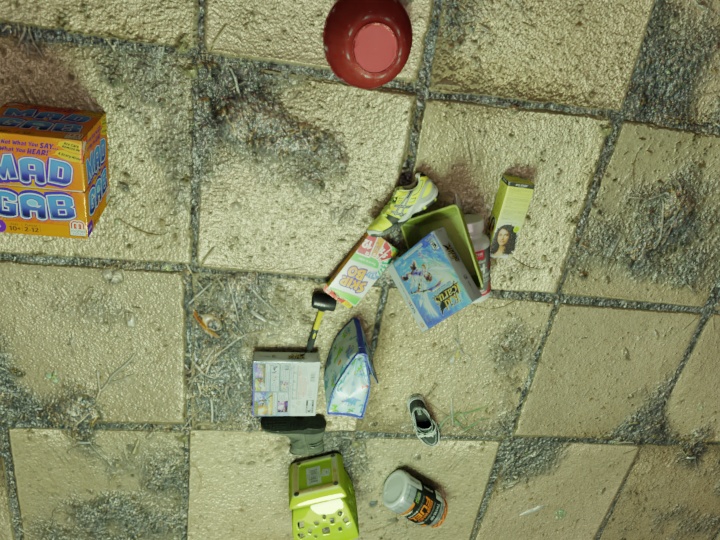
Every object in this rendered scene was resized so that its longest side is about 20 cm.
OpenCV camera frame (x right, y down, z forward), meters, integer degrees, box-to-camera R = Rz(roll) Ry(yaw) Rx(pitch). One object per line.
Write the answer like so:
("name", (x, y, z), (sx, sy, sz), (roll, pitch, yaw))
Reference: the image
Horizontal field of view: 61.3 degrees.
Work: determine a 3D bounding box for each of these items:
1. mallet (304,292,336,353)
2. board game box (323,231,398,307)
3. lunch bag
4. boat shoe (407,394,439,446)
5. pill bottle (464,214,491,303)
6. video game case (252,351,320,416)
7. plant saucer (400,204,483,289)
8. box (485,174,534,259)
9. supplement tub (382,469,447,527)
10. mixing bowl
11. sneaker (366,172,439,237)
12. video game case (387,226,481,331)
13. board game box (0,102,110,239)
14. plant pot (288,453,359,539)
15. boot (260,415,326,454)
("mallet", (-0.125, 0.145, 1.599), (0.065, 0.041, 0.203), (17, 118, -18))
("board game box", (0.000, 0.000, 1.531), (0.095, 0.030, 0.201), (34, 103, -23))
("lunch bag", (-0.024, 0.252, 1.593), (0.124, 0.171, 0.204), (7, 116, -12))
("boat shoe", (0.193, 0.460, 1.797), (0.072, 0.068, 0.203), (-17, 120, 1))
("pill bottle", (0.268, -0.031, 1.513), (0.108, 0.111, 0.205), (-8, 111, -4))
("video game case", (-0.205, 0.311, 1.661), (0.177, 0.046, 0.204), (1, 123, -10))
("plant saucer", (0.203, -0.046, 1.456), (0.047, 0.198, 0.204), (-22, 96, -39))
("box", (0.367, -0.131, 1.516), (0.073, 0.050, 0.204), (4, 117, -11))
("supplement tub", (0.174, 0.720, 1.904), (0.198, 0.123, 0.123), (35, 109, -24))
("mixing bowl", (0.023, -0.466, 1.250), (0.195, 0.109, 0.204), (-4, 119, -7))
("sneaker", (0.091, -0.156, 1.455), (0.199, 0.075, 0.077), (-37, 111, 0))
("video game case", (0.170, 0.026, 1.443), (0.045, 0.184, 0.200), (-23, 169, -39))
("board game box", (-0.637, -0.205, 1.235), (0.195, 0.201, 0.204), (4, 118, -11))
("plant pot", (-0.118, 0.670, 1.795), (0.194, 0.201, 0.185), (-12, 114, -1))
("boot", (-0.195, 0.485, 1.757), (0.195, 0.068, 0.133), (5, 123, -10))
